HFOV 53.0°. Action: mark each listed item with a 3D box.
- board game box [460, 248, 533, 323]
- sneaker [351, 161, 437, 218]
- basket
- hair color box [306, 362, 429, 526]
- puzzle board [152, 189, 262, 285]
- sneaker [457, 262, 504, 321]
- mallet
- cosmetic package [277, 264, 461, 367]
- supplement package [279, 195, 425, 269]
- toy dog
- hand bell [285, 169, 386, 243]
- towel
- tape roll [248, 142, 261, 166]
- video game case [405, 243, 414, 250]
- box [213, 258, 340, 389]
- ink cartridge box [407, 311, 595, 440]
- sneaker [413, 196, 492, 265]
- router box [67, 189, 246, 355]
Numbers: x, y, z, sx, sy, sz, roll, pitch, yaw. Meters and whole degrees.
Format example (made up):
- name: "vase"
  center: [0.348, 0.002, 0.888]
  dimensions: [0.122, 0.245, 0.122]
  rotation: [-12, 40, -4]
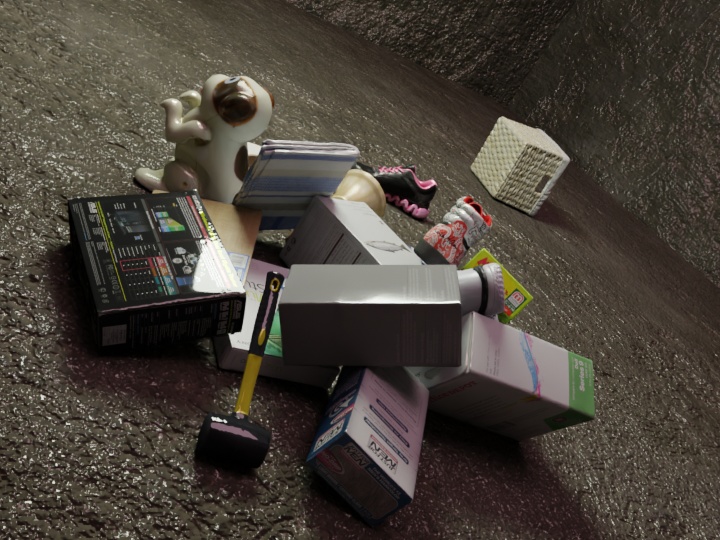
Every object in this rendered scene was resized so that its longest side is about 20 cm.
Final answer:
- name: "board game box"
  center: [0.191, 0.041, 1.124]
  dimensions: [0.102, 0.048, 0.200]
  rotation: [47, -11, 8]
- name: "sneaker"
  center: [0.073, -0.192, 1.517]
  dimensions: [0.199, 0.096, 0.079]
  rotation: [24, 27, -14]
- name: "basket"
  center: [0.447, -0.298, 2.050]
  dimensions: [0.160, 0.199, 0.200]
  rotation: [14, 30, -26]
- name: "hair color box"
  center: [0.015, 0.165, 0.784]
  dimensions: [0.100, 0.060, 0.200]
  rotation: [46, 22, -9]
- name: "puzzle board"
  center: [-0.210, -0.035, 0.908]
  dimensions: [0.150, 0.017, 0.200]
  rotation: [11, 34, -7]
- name: "sneaker"
  center: [0.124, 0.042, 0.950]
  dimensions: [0.114, 0.075, 0.200]
  rotation: [-4, -17, 4]
- name: "mallet"
  center: [-0.115, 0.090, 0.713]
  dimensions: [0.066, 0.041, 0.201]
  rotation: [14, 64, -22]
- name: "cosmetic package"
  center: [0.013, 0.048, 0.813]
  dimensions: [0.199, 0.091, 0.107]
  rotation: [-2, 25, 7]
- name: "supplement package"
  center: [0.000, 0.000, 1.035]
  dimensions: [0.117, 0.118, 0.200]
  rotation: [3, 38, -52]
- name: "toy dog"
  center: [-0.205, -0.186, 1.039]
  dimensions: [0.194, 0.200, 0.139]
  rotation: [37, 25, 12]
- name: "hand bell"
  center: [-0.053, -0.085, 1.179]
  dimensions: [0.104, 0.104, 0.200]
  rotation: [38, 41, 13]
- name: "towel"
  center: [-0.102, -0.115, 1.010]
  dimensions: [0.146, 0.200, 0.024]
  rotation: [-3, 63, -31]
- name: "tape roll"
  center: [-0.159, -0.153, 1.234]
  dimensions: [0.202, 0.037, 0.203]
  rotation: [27, 25, -14]
- name: "video game case"
  center: [0.069, -0.016, 1.271]
  dimensions: [0.199, 0.019, 0.143]
  rotation: [26, 25, -16]
- name: "box"
  center: [-0.117, 0.055, 0.891]
  dimensions: [0.144, 0.036, 0.200]
  rotation: [16, 30, -31]
- name: "ink cartridge box"
  center: [0.176, 0.141, 0.928]
  dimensions: [0.199, 0.145, 0.088]
  rotation: [20, 59, -22]
- name: "sneaker"
  center: [0.135, -0.043, 1.018]
  dimensions: [0.067, 0.108, 0.201]
  rotation: [46, 4, 8]
- name: "router box"
  center: [-0.227, -0.006, 0.790]
  dimensions: [0.149, 0.062, 0.200]
  rotation: [-8, 43, -26]
